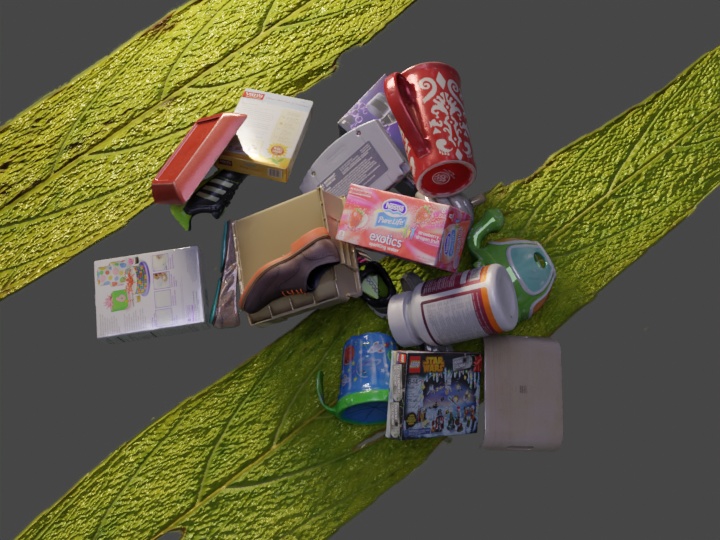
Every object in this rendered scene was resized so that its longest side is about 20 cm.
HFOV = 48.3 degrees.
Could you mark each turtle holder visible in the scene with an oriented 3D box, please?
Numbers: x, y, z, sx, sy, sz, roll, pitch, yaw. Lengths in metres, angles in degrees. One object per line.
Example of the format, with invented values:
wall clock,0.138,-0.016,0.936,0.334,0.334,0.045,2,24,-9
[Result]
turtle holder,0.261,-0.001,1.424,0.130,0.142,0.187,-27,54,-5

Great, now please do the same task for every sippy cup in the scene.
sippy cup,0.021,0.183,1.385,0.175,0.140,0.133,9,61,-23

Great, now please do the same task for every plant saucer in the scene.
plant saucer,-0.308,-0.212,1.478,0.037,0.199,0.202,39,76,-26

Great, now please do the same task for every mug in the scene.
mug,0.110,-0.240,1.389,0.174,0.134,0.203,2,60,-23

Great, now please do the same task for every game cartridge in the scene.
game cartridge,-0.014,-0.177,1.485,0.199,0.041,0.134,-38,85,21

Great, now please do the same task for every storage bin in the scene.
storage bin,-0.113,-0.018,1.420,0.197,0.093,0.202,-18,73,24

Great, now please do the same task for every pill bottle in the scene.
pill bottle,0.151,0.063,1.325,0.197,0.109,0.112,-15,71,28

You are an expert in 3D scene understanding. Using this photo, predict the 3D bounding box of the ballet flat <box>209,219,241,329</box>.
ballet flat,-0.232,0.009,1.479,0.066,0.068,0.204,10,79,-15

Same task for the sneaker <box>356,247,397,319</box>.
sneaker,0.000,0.000,1.453,0.074,0.088,0.200,-41,76,-9

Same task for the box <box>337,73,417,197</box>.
box,0.073,-0.250,1.530,0.199,0.079,0.141,41,82,12

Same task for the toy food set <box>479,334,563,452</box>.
toy food set,0.275,0.212,1.405,0.141,0.060,0.204,4,75,-9

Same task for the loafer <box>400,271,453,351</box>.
loafer,0.108,0.100,1.430,0.069,0.070,0.203,-18,74,-12

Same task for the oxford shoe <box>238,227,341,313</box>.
oxford shoe,-0.118,0.017,1.325,0.199,0.071,0.073,-40,70,16

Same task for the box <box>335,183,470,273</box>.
box,0.071,-0.072,1.345,0.197,0.094,0.105,17,91,32

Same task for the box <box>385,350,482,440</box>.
box,0.125,0.204,1.333,0.039,0.198,0.140,1,87,45

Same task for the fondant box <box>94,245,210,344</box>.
fondant box,-0.380,0.046,1.470,0.196,0.058,0.147,-8,74,-1

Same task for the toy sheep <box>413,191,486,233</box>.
toy sheep,0.137,-0.088,1.450,0.198,0.138,0.139,-32,75,-7

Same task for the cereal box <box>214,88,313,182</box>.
cereal box,-0.180,-0.260,1.522,0.141,0.040,0.202,13,50,5

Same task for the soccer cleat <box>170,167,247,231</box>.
soccer cleat,-0.265,-0.149,1.525,0.198,0.068,0.082,-32,92,-6
